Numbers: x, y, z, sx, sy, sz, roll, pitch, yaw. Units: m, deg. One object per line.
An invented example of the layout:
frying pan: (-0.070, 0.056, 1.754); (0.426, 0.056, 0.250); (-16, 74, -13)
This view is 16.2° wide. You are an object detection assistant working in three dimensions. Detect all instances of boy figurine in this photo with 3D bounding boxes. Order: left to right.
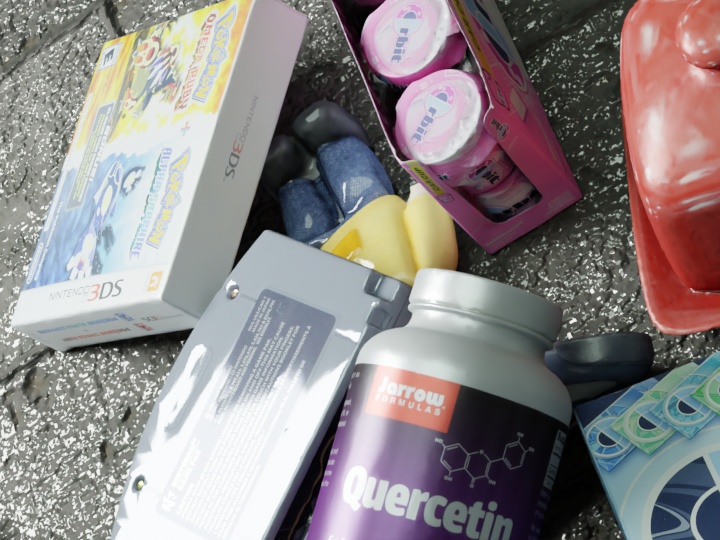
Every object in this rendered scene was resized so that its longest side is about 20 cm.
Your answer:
boy figurine: (0.000, 0.000, 1.432); (0.124, 0.064, 0.201); (-35, 49, 10)

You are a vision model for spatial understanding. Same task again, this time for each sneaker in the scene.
sneaker: (0.074, 0.096, 1.340); (0.199, 0.070, 0.083); (-25, 70, 25)

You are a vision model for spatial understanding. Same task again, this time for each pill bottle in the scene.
pill bottle: (0.038, 0.106, 1.248); (0.112, 0.112, 0.202); (10, 80, 36)

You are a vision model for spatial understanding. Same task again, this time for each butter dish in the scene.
butter dish: (0.206, -0.094, 1.293); (0.198, 0.148, 0.201); (-18, 58, 25)

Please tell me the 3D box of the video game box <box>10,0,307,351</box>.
video game box: (-0.122, -0.056, 1.513); (0.182, 0.047, 0.201); (-9, 60, 51)

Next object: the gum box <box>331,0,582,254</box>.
gum box: (0.046, -0.114, 1.428); (0.066, 0.113, 0.201); (-32, 53, 14)

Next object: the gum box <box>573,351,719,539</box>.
gum box: (0.212, 0.117, 1.198); (0.169, 0.045, 0.201); (-22, 46, 1)

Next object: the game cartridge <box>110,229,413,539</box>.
game cartridge: (-0.057, 0.082, 1.370); (0.133, 0.041, 0.201); (22, 83, 43)
